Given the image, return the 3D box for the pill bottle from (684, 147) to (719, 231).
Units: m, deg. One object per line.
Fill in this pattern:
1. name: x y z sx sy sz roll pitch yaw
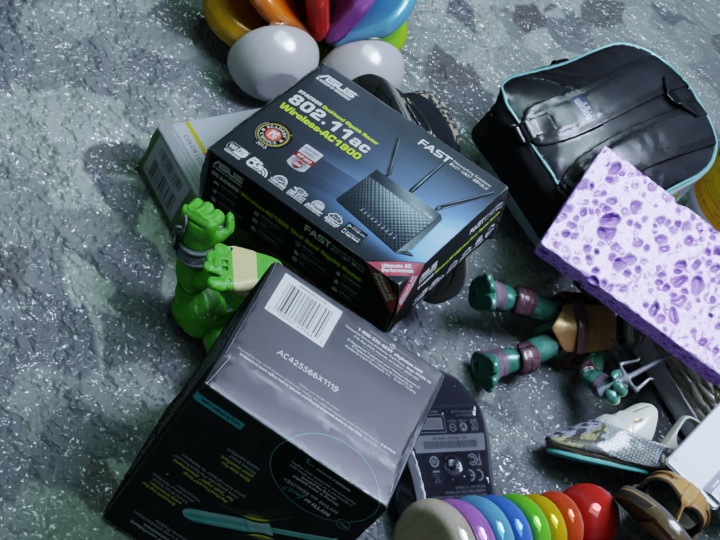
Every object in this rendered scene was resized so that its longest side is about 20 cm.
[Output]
1. pill bottle: 0.393 -0.089 1.595 0.109 0.200 0.110 16 50 -20

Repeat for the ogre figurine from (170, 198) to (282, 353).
1. ogre figurine: -0.076 0.048 1.273 0.199 0.120 0.098 29 51 -6

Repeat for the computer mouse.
1. computer mouse: 0.058 0.179 1.307 0.138 0.053 0.201 6 67 -29

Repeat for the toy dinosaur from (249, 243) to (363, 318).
1. toy dinosaur: 0.000 0.000 1.331 0.199 0.061 0.107 1 58 7

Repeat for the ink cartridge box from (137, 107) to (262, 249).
1. ink cartridge box: -0.078 -0.081 1.408 0.199 0.059 0.104 -14 65 -37

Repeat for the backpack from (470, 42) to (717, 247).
1. backpack: 0.221 -0.112 1.539 0.199 0.153 0.176 -28 73 -23

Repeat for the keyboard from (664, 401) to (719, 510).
1. keyboard: 0.333 0.118 1.386 0.056 0.011 0.200 42 60 15

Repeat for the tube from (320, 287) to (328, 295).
1. tube: -0.007 0.047 1.368 0.077 0.050 0.201 13 56 -22

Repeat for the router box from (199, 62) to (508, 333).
1. router box: -0.005 -0.062 1.314 0.200 0.062 0.150 36 51 17

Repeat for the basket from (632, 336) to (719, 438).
1. basket: 0.356 0.084 1.497 0.135 0.123 0.201 -14 65 -37

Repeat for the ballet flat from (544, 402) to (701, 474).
1. ballet flat: 0.254 0.151 1.414 0.199 0.072 0.072 18 49 -11

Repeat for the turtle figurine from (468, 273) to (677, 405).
1. turtle figurine: 0.193 0.050 1.442 0.199 0.101 0.151 -3 72 -21

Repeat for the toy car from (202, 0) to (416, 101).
1. toy car: -0.035 -0.249 1.497 0.199 0.150 0.176 5 54 -27

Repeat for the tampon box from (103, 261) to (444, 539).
1. tampon box: -0.063 0.126 1.167 0.150 0.200 0.126 34 46 -5

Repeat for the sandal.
1. sandal: 0.254 0.194 1.328 0.082 0.055 0.200 45 6 18

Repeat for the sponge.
1. sponge: 0.257 -0.003 1.409 0.200 0.030 0.112 36 71 0

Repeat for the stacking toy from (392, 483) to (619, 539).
1. stacking toy: 0.121 0.204 1.263 0.199 0.085 0.086 -5 59 -41

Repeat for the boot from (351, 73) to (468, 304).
1. boot: 0.060 -0.075 1.454 0.204 0.073 0.154 68 20 4
